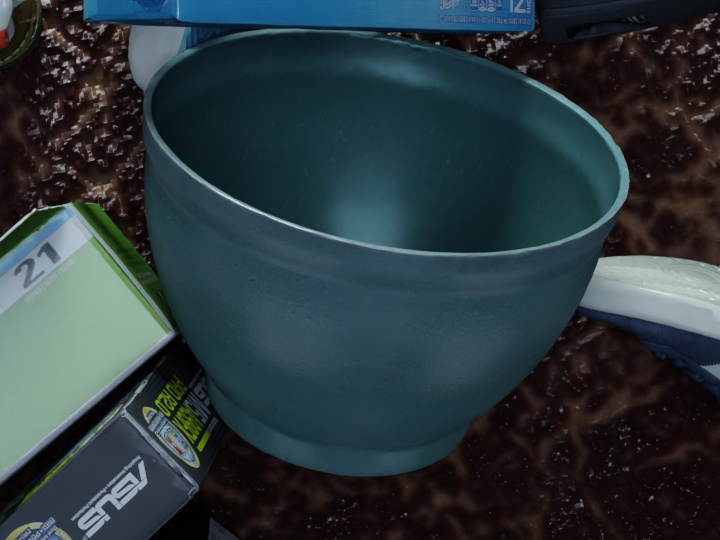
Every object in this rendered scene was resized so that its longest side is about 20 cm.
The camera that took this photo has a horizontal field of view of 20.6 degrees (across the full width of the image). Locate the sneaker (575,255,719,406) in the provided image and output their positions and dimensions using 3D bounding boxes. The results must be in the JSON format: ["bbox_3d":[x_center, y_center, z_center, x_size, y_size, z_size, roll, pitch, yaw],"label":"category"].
[{"bbox_3d":[0.183,0.055,0.891,0.199,0.075,0.085,17,108,5],"label":"sneaker"}]

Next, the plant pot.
[{"bbox_3d":[0.000,0.000,0.833,0.199,0.201,0.135,10,119,-3],"label":"plant pot"}]

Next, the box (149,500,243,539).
[{"bbox_3d":[-0.095,0.195,0.818,0.086,0.200,0.164,37,91,-5],"label":"box"}]

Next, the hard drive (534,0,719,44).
[{"bbox_3d":[0.155,-0.183,0.859,0.199,0.042,0.136,-14,93,21],"label":"hard drive"}]

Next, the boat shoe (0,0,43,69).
[{"bbox_3d":[-0.191,-0.185,0.865,0.072,0.068,0.201,-26,93,-1],"label":"boat shoe"}]

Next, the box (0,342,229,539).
[{"bbox_3d":[-0.142,0.124,0.824,0.200,0.160,0.044,-43,94,6],"label":"box"}]

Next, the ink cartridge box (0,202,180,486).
[{"bbox_3d":[-0.153,0.046,0.810,0.148,0.200,0.076,-40,93,0],"label":"ink cartridge box"}]

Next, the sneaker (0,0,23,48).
[{"bbox_3d":[-0.173,-0.138,0.799,0.199,0.070,0.094,-1,88,-9],"label":"sneaker"}]

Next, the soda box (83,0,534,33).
[{"bbox_3d":[-0.016,-0.134,0.819,0.199,0.064,0.068,-5,99,-43],"label":"soda box"}]

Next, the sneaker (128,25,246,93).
[{"bbox_3d":[-0.082,-0.175,0.874,0.080,0.076,0.201,8,91,13],"label":"sneaker"}]
